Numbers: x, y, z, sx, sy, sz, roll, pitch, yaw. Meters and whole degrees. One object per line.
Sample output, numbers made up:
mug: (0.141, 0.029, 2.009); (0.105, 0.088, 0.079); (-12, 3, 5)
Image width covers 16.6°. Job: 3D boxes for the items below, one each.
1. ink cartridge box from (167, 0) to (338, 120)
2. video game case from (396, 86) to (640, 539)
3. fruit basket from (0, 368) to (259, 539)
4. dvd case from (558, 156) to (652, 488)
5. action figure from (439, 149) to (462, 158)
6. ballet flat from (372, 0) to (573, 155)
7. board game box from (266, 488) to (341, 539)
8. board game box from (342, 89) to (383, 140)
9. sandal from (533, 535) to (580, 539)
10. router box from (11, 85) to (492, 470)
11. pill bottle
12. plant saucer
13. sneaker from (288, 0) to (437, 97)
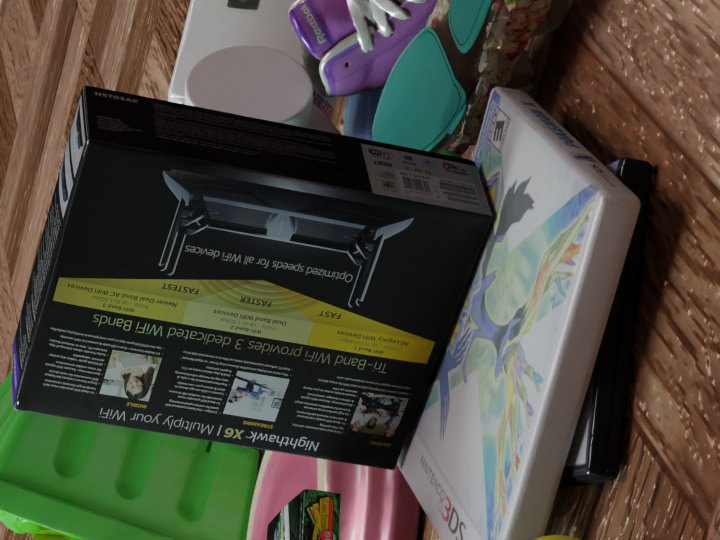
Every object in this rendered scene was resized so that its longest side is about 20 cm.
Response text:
ink cartridge box: (-0.043, -0.183, 1.496); (0.146, 0.084, 0.201); (14, -90, -83)
video game case: (0.067, 0.033, 1.146); (0.182, 0.022, 0.201); (-124, 47, -68)
fruit basket: (-0.178, 0.180, 1.618); (0.155, 0.214, 0.217); (-160, 80, -73)
dvd case: (0.083, 0.034, 1.165); (0.200, 0.017, 0.144); (156, 124, -70)
action figure: (0.000, 0.000, 1.287); (0.200, 0.118, 0.055); (-50, 51, 44)
ballet flat: (0.067, -0.115, 1.231); (0.200, 0.064, 0.076); (119, 140, -49)
board game box: (-0.031, 0.213, 1.179); (0.105, 0.023, 0.201); (136, 138, -70)
board game box: (0.010, -0.056, 1.457); (0.103, 0.019, 0.201); (131, 145, -63)
sandal: (0.084, 0.197, 0.968); (0.087, 0.079, 0.201); (146, 131, -63)
router box: (-0.055, 0.007, 1.186); (0.052, 0.199, 0.158); (-103, 29, -54)
pill bottle: (-0.064, -0.026, 1.383); (0.111, 0.110, 0.201); (-98, 8, -46)
plant saucer: (-0.022, 0.147, 1.387); (0.200, 0.051, 0.202); (-169, 90, -73)
sneaker: (0.025, -0.149, 1.278); (0.073, 0.114, 0.201); (62, 152, 21)
